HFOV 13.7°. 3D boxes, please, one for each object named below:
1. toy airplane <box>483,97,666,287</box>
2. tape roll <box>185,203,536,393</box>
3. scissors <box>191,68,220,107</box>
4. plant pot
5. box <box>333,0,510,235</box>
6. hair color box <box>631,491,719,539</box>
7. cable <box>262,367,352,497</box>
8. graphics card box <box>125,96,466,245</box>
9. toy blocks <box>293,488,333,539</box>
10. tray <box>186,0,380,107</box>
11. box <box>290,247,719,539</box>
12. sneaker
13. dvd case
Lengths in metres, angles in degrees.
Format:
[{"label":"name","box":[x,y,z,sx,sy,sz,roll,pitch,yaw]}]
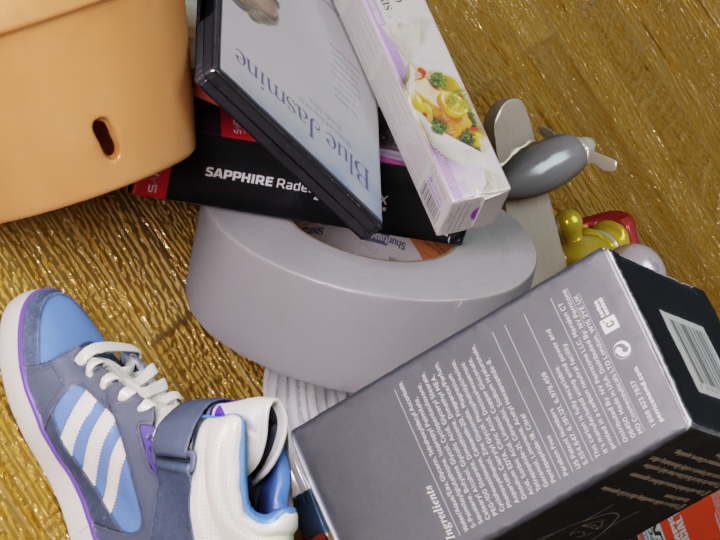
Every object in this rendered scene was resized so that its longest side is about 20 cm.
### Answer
[{"label":"toy airplane","box":[0.131,0.011,1.977,0.200,0.141,0.199,43,50,-47]},{"label":"tape roll","box":[0.000,0.000,1.761,0.200,0.066,0.200,11,25,-5]},{"label":"scissors","box":[-0.132,-0.126,1.730,0.200,0.014,0.073,27,6,33]},{"label":"plant pot","box":[-0.174,-0.109,1.610,0.200,0.200,0.140,-33,108,-60]},{"label":"box","box":[0.029,-0.115,1.716,0.039,0.041,0.200,-13,64,-22]},{"label":"hair color box","box":[0.176,0.166,1.932,0.200,0.111,0.064,-26,97,-60]},{"label":"cable","box":[0.027,0.114,1.807,0.200,0.069,0.200,35,38,-34]},{"label":"graphics card box","box":[-0.036,-0.074,1.764,0.200,0.051,0.126,10,23,-8]},{"label":"toy blocks","box":[0.001,0.173,1.667,0.200,0.100,0.137,-16,81,-32]},{"label":"tray","box":[-0.065,-0.136,1.802,0.200,0.022,0.107,8,24,-11]},{"label":"box","box":[0.093,0.090,1.564,0.148,0.200,0.107,20,42,-63]},{"label":"sneaker","box":[-0.099,0.076,1.580,0.081,0.146,0.200,3,62,-55]},{"label":"dvd case","box":[-0.040,-0.123,1.683,0.143,0.018,0.200,43,27,-30]}]
